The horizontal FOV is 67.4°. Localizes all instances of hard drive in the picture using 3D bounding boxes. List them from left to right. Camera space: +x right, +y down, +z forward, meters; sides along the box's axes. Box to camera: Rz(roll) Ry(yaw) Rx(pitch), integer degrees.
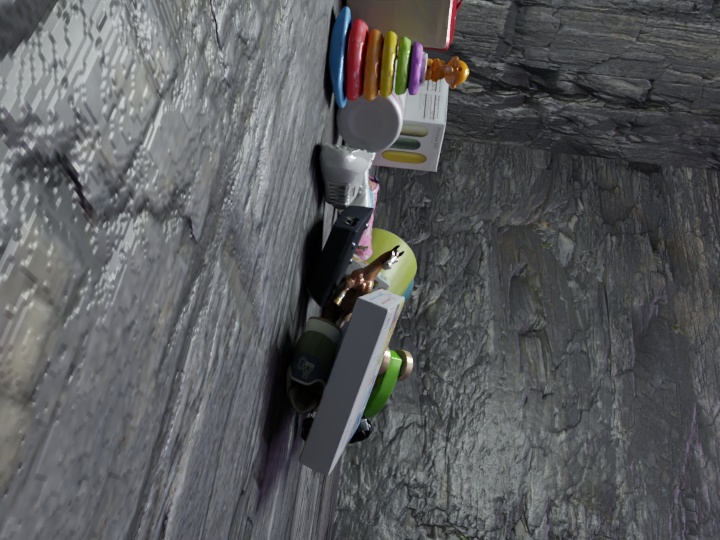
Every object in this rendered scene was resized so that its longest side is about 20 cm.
[{"bbox_3d":[-0.029,-0.032,0.823,0.200,0.042,0.137,-62,177,-73],"label":"hard drive"}]

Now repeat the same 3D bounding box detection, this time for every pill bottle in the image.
[{"bbox_3d":[0.024,-0.305,0.954,0.202,0.110,0.115,-80,176,-50],"label":"pill bottle"}]

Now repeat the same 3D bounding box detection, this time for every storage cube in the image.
[{"bbox_3d":[0.075,-0.459,0.866,0.181,0.195,0.175,-65,164,-61],"label":"storage cube"}]

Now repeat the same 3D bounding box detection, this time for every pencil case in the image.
[{"bbox_3d":[-0.006,-0.112,1.167,0.086,0.083,0.203,-29,143,-30],"label":"pencil case"}]

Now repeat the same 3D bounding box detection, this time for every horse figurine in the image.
[{"bbox_3d":[-0.022,0.052,0.771,0.133,0.050,0.201,-52,177,-44],"label":"horse figurine"}]

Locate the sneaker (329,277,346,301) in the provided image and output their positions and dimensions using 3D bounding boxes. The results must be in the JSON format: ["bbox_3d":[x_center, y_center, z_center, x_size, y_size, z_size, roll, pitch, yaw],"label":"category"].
[{"bbox_3d":[-0.013,0.083,1.080,0.202,0.112,0.076,-81,177,-49],"label":"sneaker"}]

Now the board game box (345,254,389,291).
[{"bbox_3d":[0.000,0.000,1.076,0.035,0.125,0.200,-54,179,4],"label":"board game box"}]

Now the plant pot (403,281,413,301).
[{"bbox_3d":[0.044,0.030,1.607,0.187,0.195,0.205,-2,99,-72],"label":"plant pot"}]

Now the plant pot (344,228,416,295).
[{"bbox_3d":[0.016,0.037,1.277,0.190,0.183,0.202,94,19,-45],"label":"plant pot"}]

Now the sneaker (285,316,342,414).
[{"bbox_3d":[-0.068,0.149,0.712,0.202,0.066,0.091,98,13,-53],"label":"sneaker"}]

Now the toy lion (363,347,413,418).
[{"bbox_3d":[-0.015,0.177,0.921,0.195,0.068,0.200,-64,-148,12],"label":"toy lion"}]

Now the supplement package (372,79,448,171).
[{"bbox_3d":[0.077,-0.325,1.143,0.153,0.195,0.154,90,7,-63],"label":"supplement package"}]

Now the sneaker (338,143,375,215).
[{"bbox_3d":[-0.015,-0.186,1.032,0.087,0.073,0.205,58,33,-69],"label":"sneaker"}]

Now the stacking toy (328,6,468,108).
[{"bbox_3d":[0.057,-0.292,0.771,0.110,0.195,0.119,20,77,-87],"label":"stacking toy"}]

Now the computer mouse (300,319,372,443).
[{"bbox_3d":[-0.045,0.162,0.843,0.052,0.136,0.205,28,56,-48],"label":"computer mouse"}]

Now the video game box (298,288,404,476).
[{"bbox_3d":[-0.004,0.127,0.686,0.182,0.046,0.204,0,110,-78],"label":"video game box"}]

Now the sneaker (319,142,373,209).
[{"bbox_3d":[-0.026,-0.135,0.792,0.200,0.075,0.082,-15,122,-86],"label":"sneaker"}]
